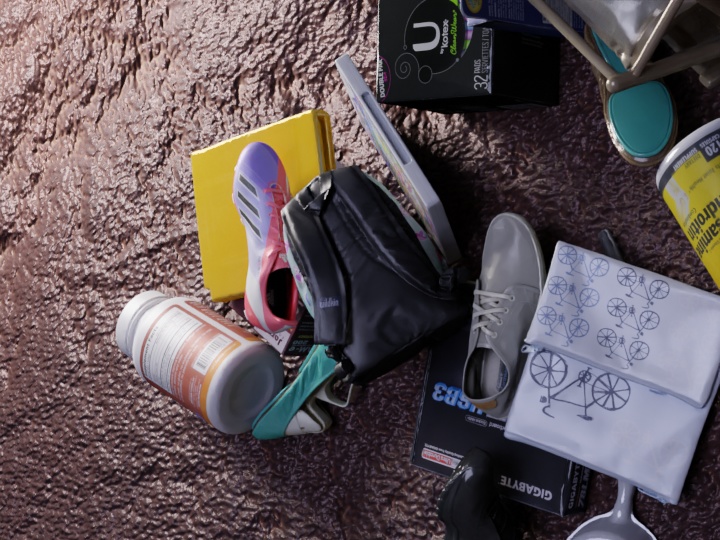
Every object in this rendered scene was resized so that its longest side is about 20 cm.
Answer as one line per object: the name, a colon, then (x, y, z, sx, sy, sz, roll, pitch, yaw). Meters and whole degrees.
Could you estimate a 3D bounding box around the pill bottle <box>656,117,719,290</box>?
pill bottle: (0.352, -0.030, 1.459, 0.112, 0.111, 0.201, -43, 62, 31)

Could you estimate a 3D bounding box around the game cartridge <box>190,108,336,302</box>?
game cartridge: (-0.103, -0.067, 1.833, 0.199, 0.032, 0.178, -14, 79, 42)

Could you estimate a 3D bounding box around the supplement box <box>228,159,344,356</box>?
supplement box: (-0.059, -0.017, 1.849, 0.109, 0.061, 0.201, 39, 113, 35)

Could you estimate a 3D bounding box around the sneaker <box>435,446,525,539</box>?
sneaker: (0.123, 0.252, 1.642, 0.090, 0.076, 0.201, 22, 140, 21)

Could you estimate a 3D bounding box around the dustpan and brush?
dustpan and brush: (0.243, 0.261, 1.587, 0.138, 0.057, 0.202, 9, 100, 30)

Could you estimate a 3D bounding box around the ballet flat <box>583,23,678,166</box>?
ballet flat: (0.253, -0.159, 1.562, 0.067, 0.073, 0.201, -15, 52, 2)

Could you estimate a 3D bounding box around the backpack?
backpack: (0.000, 0.000, 1.678, 0.166, 0.127, 0.201, -29, 75, -9)

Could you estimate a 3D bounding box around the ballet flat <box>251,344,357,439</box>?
ballet flat: (-0.049, 0.136, 1.834, 0.070, 0.067, 0.201, 46, 119, 16)

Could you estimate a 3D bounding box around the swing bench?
swing bench: (0.257, -0.270, 1.504, 0.199, 0.199, 0.130, 51, 129, 31)

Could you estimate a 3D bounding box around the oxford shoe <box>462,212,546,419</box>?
oxford shoe: (0.136, 0.043, 1.620, 0.075, 0.057, 0.202, 5, 88, 44)

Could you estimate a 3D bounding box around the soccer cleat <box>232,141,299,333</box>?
soccer cleat: (-0.092, -0.034, 1.751, 0.076, 0.066, 0.202, 3, 95, 59)

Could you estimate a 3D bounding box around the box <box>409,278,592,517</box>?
box: (0.150, 0.123, 1.670, 0.199, 0.049, 0.201, 15, 97, 41)

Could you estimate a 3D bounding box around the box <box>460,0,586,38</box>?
box: (0.155, -0.288, 1.581, 0.032, 0.199, 0.123, -5, 86, 48)

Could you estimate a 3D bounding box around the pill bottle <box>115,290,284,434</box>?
pill bottle: (-0.190, 0.099, 1.924, 0.199, 0.112, 0.113, 28, 106, 39)

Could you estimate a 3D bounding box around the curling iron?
curling iron: (0.260, 0.055, 1.590, 0.049, 0.025, 0.202, -24, 72, 31)

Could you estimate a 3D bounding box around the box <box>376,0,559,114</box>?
box: (0.109, -0.266, 1.672, 0.148, 0.124, 0.202, 0, 89, 39)

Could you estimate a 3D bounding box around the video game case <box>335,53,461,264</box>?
video game case: (0.039, -0.114, 1.725, 0.018, 0.143, 0.201, -30, 64, -1)

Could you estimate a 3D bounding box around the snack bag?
snack bag: (0.239, 0.095, 1.556, 0.187, 0.021, 0.202, 21, 95, 17)
